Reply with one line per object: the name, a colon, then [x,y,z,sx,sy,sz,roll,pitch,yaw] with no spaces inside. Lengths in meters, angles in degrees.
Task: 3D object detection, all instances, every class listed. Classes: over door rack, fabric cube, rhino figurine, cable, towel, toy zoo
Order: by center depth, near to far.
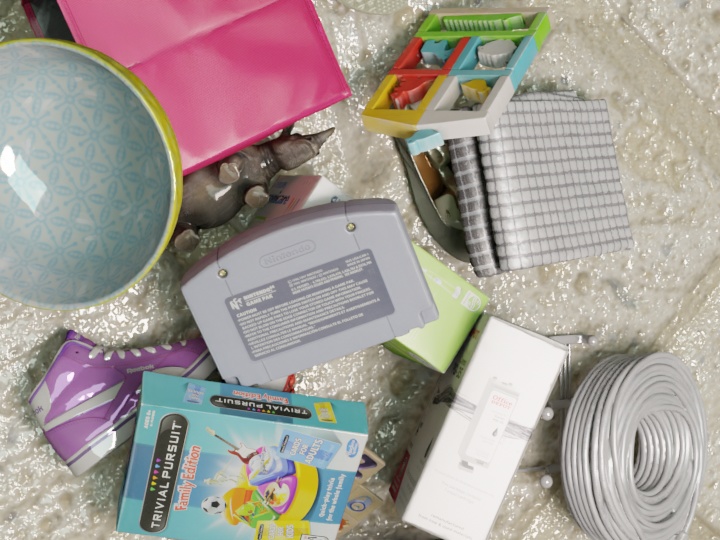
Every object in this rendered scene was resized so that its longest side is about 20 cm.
fabric cube: [-0.156,-0.193,1.238,0.198,0.196,0.202,-27,100,-17]
rhino figurine: [-0.111,-0.083,1.300,0.199,0.087,0.060,-30,105,0]
toy zoo: [0.085,-0.177,1.316,0.201,0.130,0.021,-58,139,-36]
towel: [0.169,-0.086,1.382,0.199,0.085,0.167,-11,89,-47]
over door rack: [0.150,0.141,1.427,0.198,0.067,0.149,-1,93,-18]
cable: [0.280,0.183,1.442,0.200,0.069,0.201,49,59,-34]

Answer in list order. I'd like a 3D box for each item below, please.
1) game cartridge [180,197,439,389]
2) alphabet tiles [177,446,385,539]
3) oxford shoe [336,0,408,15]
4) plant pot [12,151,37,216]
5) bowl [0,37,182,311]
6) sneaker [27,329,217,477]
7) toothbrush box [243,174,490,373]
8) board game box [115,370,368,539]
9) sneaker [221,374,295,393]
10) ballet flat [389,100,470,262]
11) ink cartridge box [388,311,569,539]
game cartridge: [-0.046,0.016,1.224,0.198,0.042,0.134,-19,111,7]
alphabet tiles: [-0.081,0.210,1.325,0.200,0.006,0.166,-40,119,20]
oxford shoe: [-0.031,-0.299,1.338,0.199,0.058,0.076,16,112,-36]
plant pot: [-0.335,-0.074,1.198,0.198,0.173,0.202,-1,94,-19]
bowl: [-0.217,-0.081,1.083,0.198,0.108,0.202,3,106,11]
sneaker: [-0.210,0.084,1.304,0.200,0.073,0.115,-35,88,-23]
toothbrush box: [0.000,0.000,1.328,0.199,0.145,0.086,37,83,-17]
board game box: [-0.107,0.175,1.266,0.198,0.047,0.152,9,123,-11]
sneaker: [-0.080,0.135,1.333,0.107,0.067,0.202,25,105,-19]
ballet flat: [0.080,-0.095,1.391,0.067,0.064,0.201,-29,102,-14]
ink cartridge box: [0.106,0.142,1.324,0.082,0.147,0.202,24,90,-4]
